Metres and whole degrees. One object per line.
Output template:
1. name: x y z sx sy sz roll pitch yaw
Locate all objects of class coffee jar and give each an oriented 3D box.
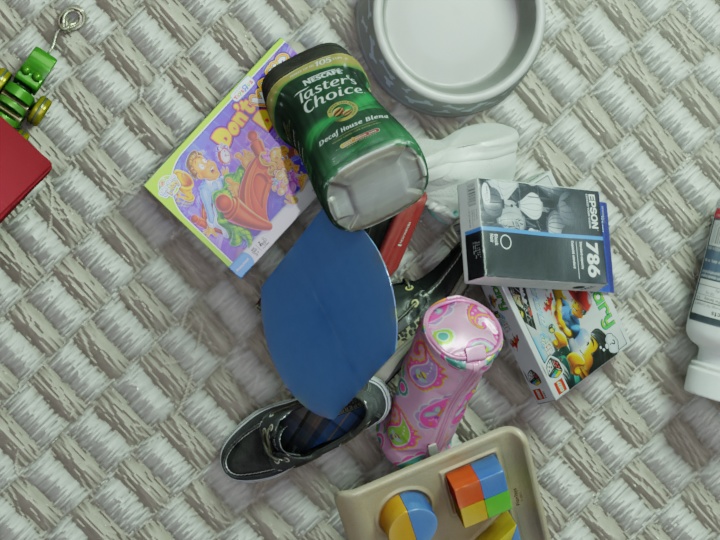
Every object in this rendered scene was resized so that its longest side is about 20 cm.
1. coffee jar: -0.019 -0.130 1.593 0.104 0.200 0.086 -26 132 -6

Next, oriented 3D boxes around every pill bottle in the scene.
1. pill bottle: 0.396 0.035 1.734 0.118 0.120 0.202 14 93 -8

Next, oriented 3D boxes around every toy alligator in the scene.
1. toy alligator: -0.329 -0.176 1.663 0.059 0.054 0.201 33 90 -8

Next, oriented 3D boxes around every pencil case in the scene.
1. pencil case: 0.075 0.116 1.668 0.087 0.088 0.201 13 136 -7

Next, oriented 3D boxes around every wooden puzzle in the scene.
1. wooden puzzle: 0.089 0.262 1.708 0.198 0.046 0.186 -19 127 -4

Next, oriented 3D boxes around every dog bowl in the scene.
1. dog bowl: 0.095 -0.254 1.708 0.198 0.059 0.202 0 94 -6

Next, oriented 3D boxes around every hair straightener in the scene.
1. hair straightener: 0.000 0.000 1.653 0.041 0.077 0.202 -2 117 -47

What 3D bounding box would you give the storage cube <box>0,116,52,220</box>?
1. storage cube: -0.420 -0.071 1.573 0.200 0.180 0.171 42 111 -8

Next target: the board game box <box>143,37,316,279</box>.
1. board game box: -0.101 -0.111 1.700 0.134 0.045 0.200 43 88 -7

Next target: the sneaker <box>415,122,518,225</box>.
1. sneaker: 0.071 -0.085 1.697 0.198 0.075 0.089 -11 115 -22

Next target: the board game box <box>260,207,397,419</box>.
1. board game box: -0.018 0.041 1.618 0.039 0.200 0.159 -8 60 -40

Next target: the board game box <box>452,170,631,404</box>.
1. board game box: 0.184 0.016 1.721 0.126 0.034 0.201 -31 99 -36

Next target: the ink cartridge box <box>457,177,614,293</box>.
1. ink cartridge box: 0.186 -0.033 1.688 0.198 0.039 0.101 3 76 -35

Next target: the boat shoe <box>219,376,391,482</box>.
1. boat shoe: -0.062 0.162 1.679 0.198 0.066 0.071 -21 91 22

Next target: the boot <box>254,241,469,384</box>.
1. boot: 0.009 0.016 1.710 0.154 0.073 0.204 42 87 -5
